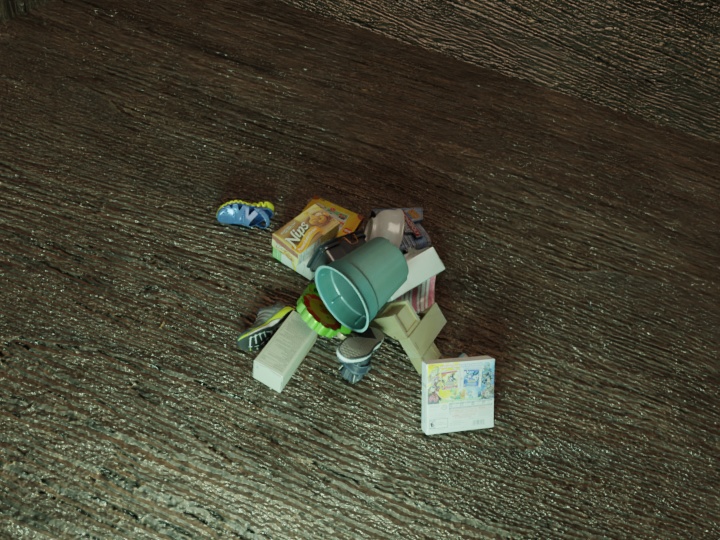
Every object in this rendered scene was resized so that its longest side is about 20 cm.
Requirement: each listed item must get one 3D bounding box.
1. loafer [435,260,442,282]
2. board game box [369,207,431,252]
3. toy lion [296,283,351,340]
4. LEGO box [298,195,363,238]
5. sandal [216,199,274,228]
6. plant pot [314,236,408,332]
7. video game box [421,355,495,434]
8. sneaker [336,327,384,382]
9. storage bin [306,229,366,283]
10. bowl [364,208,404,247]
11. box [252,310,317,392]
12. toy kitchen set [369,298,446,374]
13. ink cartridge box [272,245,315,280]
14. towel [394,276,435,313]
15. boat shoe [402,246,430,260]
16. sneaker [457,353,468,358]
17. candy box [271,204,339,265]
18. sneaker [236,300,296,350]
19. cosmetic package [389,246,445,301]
[{"bbox_3d":[0.212,0.010,1.727,0.076,0.068,0.199,40,52,21],"label":"loafer"},{"bbox_3d":[0.164,-0.151,1.872,0.196,0.062,0.201,-16,53,-27],"label":"board game box"},{"bbox_3d":[-0.107,0.110,1.477,0.190,0.069,0.201,22,27,-42],"label":"toy lion"},{"bbox_3d":[-0.107,-0.151,1.788,0.197,0.078,0.150,24,46,9],"label":"LEGO box"},{"bbox_3d":[-0.380,-0.182,1.748,0.195,0.080,0.088,-6,52,-18],"label":"sandal"},{"bbox_3d":[0.015,0.023,1.393,0.199,0.202,0.195,40,58,23],"label":"plant pot"},{"bbox_3d":[0.255,0.324,1.374,0.195,0.187,0.047,-1,7,-15],"label":"video game box"},{"bbox_3d":[-0.023,0.240,1.379,0.077,0.148,0.201,40,24,19],"label":"sneaker"},{"bbox_3d":[-0.034,-0.021,1.553,0.198,0.146,0.135,-22,68,-43],"label":"storage bin"},{"bbox_3d":[0.064,-0.112,1.702,0.088,0.203,0.204,13,44,-14],"label":"bowl"},{"bbox_3d":[-0.199,0.215,1.415,0.094,0.079,0.201,27,46,11],"label":"box"},{"bbox_3d":[0.133,0.174,1.549,0.163,0.179,0.202,-44,108,-37],"label":"toy kitchen set"},{"bbox_3d":[-0.171,-0.049,1.681,0.198,0.068,0.117,31,48,16],"label":"ink cartridge box"},{"bbox_3d":[0.141,0.054,1.635,0.195,0.030,0.150,7,79,-13],"label":"towel"},{"bbox_3d":[0.167,-0.044,1.758,0.199,0.070,0.072,-29,74,-31],"label":"boat shoe"},{"bbox_3d":[0.274,0.332,1.434,0.130,0.080,0.199,41,59,14],"label":"sneaker"},{"bbox_3d":[-0.171,-0.116,1.653,0.115,0.056,0.200,35,54,19],"label":"candy box"},{"bbox_3d":[-0.274,0.152,1.472,0.080,0.075,0.199,30,40,27],"label":"sneaker"},{"bbox_3d":[0.142,0.017,1.573,0.197,0.113,0.082,-28,86,-15],"label":"cosmetic package"}]
